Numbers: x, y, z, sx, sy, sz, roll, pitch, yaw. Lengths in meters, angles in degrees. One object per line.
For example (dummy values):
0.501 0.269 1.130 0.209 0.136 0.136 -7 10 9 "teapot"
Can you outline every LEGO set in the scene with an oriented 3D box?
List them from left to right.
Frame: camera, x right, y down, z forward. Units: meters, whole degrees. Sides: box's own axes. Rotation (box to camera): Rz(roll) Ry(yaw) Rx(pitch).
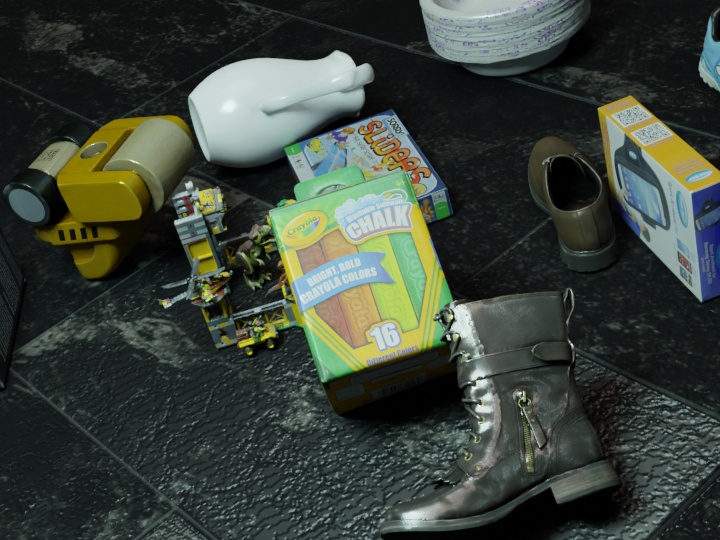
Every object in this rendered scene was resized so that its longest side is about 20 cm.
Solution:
-0.114 -0.023 1.221 0.153 0.116 0.200 -12 35 6 "LEGO set"

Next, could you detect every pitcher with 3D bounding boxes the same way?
-0.088 -0.194 1.424 0.200 0.121 0.172 -19 3 -12 "pitcher"

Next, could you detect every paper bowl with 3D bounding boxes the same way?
0.178 -0.310 1.507 0.200 0.104 0.201 -11 36 8 "paper bowl"

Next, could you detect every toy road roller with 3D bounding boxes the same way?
-0.260 -0.073 1.317 0.200 0.146 0.123 -4 37 28 "toy road roller"

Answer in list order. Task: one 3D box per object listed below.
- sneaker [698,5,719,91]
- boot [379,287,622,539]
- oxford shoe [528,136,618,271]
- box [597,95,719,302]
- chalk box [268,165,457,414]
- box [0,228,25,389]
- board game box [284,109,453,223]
0.403 -0.211 1.290 0.078 0.090 0.200 -18 38 -2 "sneaker"
0.090 0.107 0.935 0.200 0.069 0.174 -14 69 -11 "boot"
0.206 -0.089 1.211 0.073 0.085 0.200 -17 33 2 "oxford shoe"
0.278 -0.062 1.112 0.041 0.119 0.200 -20 34 -4 "box"
0.000 0.000 1.058 0.125 0.124 0.200 -19 72 -3 "chalk box"
-0.442 0.042 1.279 0.148 0.104 0.200 -14 35 3 "box"
0.005 -0.099 1.348 0.135 0.035 0.200 -21 35 -5 "board game box"
